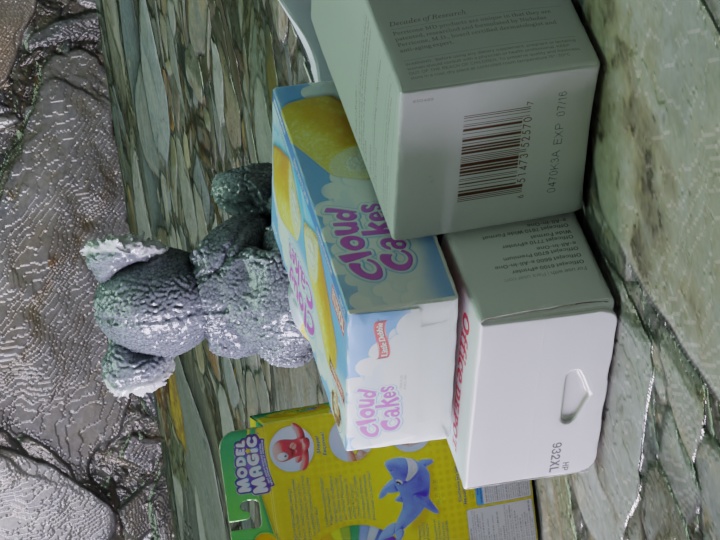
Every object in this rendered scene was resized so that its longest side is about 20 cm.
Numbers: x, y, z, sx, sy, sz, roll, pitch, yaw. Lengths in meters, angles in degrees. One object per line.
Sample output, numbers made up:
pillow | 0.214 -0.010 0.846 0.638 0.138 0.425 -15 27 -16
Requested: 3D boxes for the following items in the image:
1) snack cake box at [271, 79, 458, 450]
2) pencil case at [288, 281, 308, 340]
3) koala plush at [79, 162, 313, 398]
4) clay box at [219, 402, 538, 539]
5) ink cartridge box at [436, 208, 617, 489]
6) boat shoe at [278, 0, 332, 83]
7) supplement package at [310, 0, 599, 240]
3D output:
snack cake box | 0.000 -0.006 1.645 0.200 0.067 0.115 -110 17 -45
pencil case | 0.000 0.000 2.030 0.200 0.083 0.091 119 154 -71
koala plush | -0.142 0.019 2.448 0.184 0.199 0.178 -123 27 -64
clay box | 0.009 0.139 1.797 0.048 0.199 0.115 -154 57 -76
ink cartridge box | 0.077 0.006 1.658 0.145 0.083 0.200 93 163 -44
boat shoe | -0.009 -0.145 1.982 0.200 0.073 0.068 58 180 20
supplement package | 0.050 -0.133 1.605 0.117 0.117 0.200 92 164 -46
